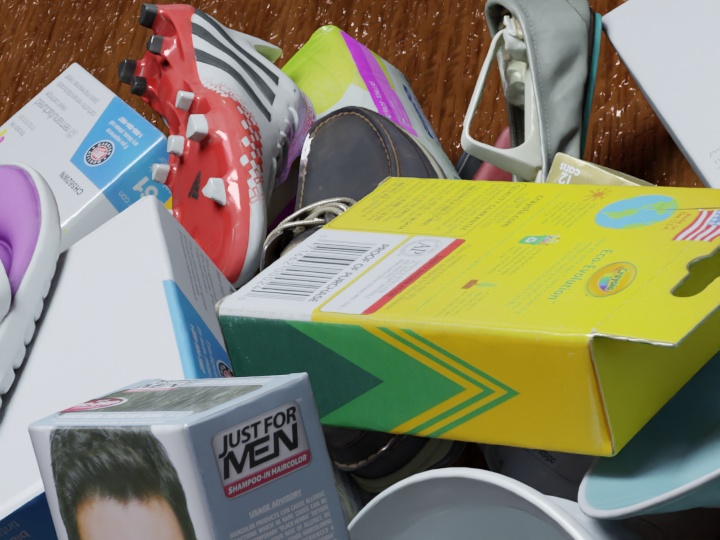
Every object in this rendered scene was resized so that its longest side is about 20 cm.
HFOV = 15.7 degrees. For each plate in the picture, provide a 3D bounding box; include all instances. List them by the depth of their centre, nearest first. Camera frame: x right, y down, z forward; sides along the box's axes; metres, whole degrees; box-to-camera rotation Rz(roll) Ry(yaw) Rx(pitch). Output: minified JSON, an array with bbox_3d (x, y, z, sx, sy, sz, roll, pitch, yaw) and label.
[{"bbox_3d":[0.162,0.032,0.886,0.200,0.026,0.200,-36,4,3],"label":"plate"}]

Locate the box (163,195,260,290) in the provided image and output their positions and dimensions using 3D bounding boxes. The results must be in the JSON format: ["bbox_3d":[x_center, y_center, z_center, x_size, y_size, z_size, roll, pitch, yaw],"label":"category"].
[{"bbox_3d":[-0.118,0.066,1.219,0.200,0.041,0.119,-49,33,17],"label":"box"}]

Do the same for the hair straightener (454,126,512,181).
[{"bbox_3d":[0.027,0.020,1.264,0.077,0.041,0.200,-22,37,56],"label":"hair straightener"}]

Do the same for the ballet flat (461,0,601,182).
[{"bbox_3d":[0.077,-0.038,1.198,0.067,0.064,0.200,117,157,-65],"label":"ballet flat"}]

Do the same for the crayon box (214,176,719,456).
[{"bbox_3d":[0.063,0.014,0.975,0.200,0.051,0.127,4,27,37],"label":"crayon box"}]

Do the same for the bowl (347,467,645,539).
[{"bbox_3d":[0.073,0.167,0.938,0.090,0.202,0.201,-5,10,-40],"label":"bowl"}]

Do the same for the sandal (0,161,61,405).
[{"bbox_3d":[-0.171,0.013,1.066,0.082,0.050,0.203,-25,35,22],"label":"sandal"}]

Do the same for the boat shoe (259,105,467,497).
[{"bbox_3d":[0.000,0.000,1.114,0.074,0.073,0.200,-32,46,23],"label":"boat shoe"}]

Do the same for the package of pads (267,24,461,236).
[{"bbox_3d":[-0.043,-0.010,1.284,0.200,0.068,0.155,-48,30,14],"label":"package of pads"}]

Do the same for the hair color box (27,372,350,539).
[{"bbox_3d":[-0.045,0.140,0.929,0.061,0.200,0.099,-20,10,-40],"label":"hair color box"}]

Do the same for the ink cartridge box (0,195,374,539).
[{"bbox_3d":[-0.079,0.108,1.093,0.146,0.200,0.147,-33,33,9],"label":"ink cartridge box"}]

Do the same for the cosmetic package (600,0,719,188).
[{"bbox_3d":[0.196,-0.074,1.169,0.113,0.081,0.200,-32,32,8],"label":"cosmetic package"}]

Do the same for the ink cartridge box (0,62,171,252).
[{"bbox_3d":[-0.186,-0.004,1.441,0.200,0.085,0.145,-43,33,-6],"label":"ink cartridge box"}]

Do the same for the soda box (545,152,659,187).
[{"bbox_3d":[0.158,0.020,1.028,0.200,0.064,0.068,25,97,35],"label":"soda box"}]

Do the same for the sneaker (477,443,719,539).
[{"bbox_3d":[0.072,0.088,1.088,0.115,0.075,0.200,-46,37,-18],"label":"sneaker"}]

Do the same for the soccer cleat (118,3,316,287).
[{"bbox_3d":[-0.055,-0.059,1.200,0.200,0.085,0.069,-113,41,-53],"label":"soccer cleat"}]
